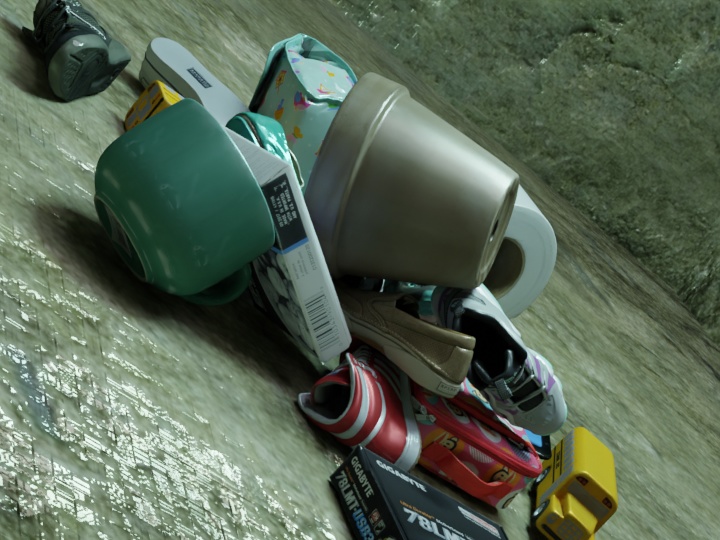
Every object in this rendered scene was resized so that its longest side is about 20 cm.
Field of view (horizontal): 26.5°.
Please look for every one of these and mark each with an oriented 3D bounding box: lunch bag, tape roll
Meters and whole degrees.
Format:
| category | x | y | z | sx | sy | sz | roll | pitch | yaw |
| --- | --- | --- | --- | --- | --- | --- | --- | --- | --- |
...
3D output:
| category | x | y | z | sx | sy | sz | roll | pitch | yaw |
| --- | --- | --- | --- | --- | --- | --- | --- | --- | --- |
| lunch bag | -0.079 | -0.177 | 1.850 | 0.121 | 0.172 | 0.201 | 13 | 27 | -26 |
| tape roll | 0.143 | -0.038 | 2.029 | 0.202 | 0.203 | 0.140 | 33 | 17 | -37 |
| lunch bag | 0.093 | 0.159 | 1.575 | 0.199 | 0.082 | 0.177 | 33 | 21 | -33 |

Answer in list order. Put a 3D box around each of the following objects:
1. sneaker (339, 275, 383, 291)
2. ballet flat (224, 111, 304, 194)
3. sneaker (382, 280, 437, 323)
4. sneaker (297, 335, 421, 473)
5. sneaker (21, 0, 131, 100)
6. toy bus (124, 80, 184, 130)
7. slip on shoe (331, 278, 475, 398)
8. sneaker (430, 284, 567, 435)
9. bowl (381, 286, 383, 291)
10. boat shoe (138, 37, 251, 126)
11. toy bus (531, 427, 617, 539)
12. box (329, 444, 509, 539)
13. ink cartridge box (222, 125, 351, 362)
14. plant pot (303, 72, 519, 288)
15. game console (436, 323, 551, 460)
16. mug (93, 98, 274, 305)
| category | x | y | z | sx | sy | sz | roll | pitch | yaw |
| --- | --- | --- | --- | --- | --- | --- | --- | --- | --- |
| sneaker | -0.003 | -0.002 | 1.642 | 0.060 | 0.105 | 0.200 | 30 | 32 | 3 |
| ballet flat | -0.077 | -0.075 | 1.577 | 0.070 | 0.067 | 0.202 | -7 | 70 | -43 |
| sneaker | 0.055 | 0.012 | 1.645 | 0.077 | 0.093 | 0.200 | -2 | 0 | -9 |
| sneaker | -0.009 | 0.103 | 1.455 | 0.112 | 0.071 | 0.201 | 39 | 16 | -30 |
| sneaker | -0.313 | -0.240 | 1.600 | 0.114 | 0.076 | 0.199 | 41 | 11 | -3 |
| toy bus | -0.163 | -0.122 | 1.693 | 0.199 | 0.065 | 0.078 | 34 | 15 | -32 |
| slip on shoe | 0.031 | 0.047 | 1.467 | 0.076 | 0.061 | 0.200 | 18 | 14 | -46 |
| sneaker | 0.141 | 0.105 | 1.495 | 0.200 | 0.078 | 0.140 | 48 | 8 | -16 |
| bowl | 0.032 | 0.000 | 1.825 | 0.200 | 0.094 | 0.201 | 41 | 13 | -12 |
| boat shoe | -0.192 | -0.187 | 1.802 | 0.200 | 0.066 | 0.072 | 44 | 36 | 15 |
| toy bus | 0.239 | 0.245 | 1.690 | 0.065 | 0.078 | 0.200 | 42 | 14 | -2 |
| box | 0.081 | 0.261 | 1.297 | 0.199 | 0.050 | 0.199 | 35 | 17 | -34 |
| ink cartridge box | -0.096 | -0.036 | 1.446 | 0.200 | 0.043 | 0.200 | 35 | -30 | 54 |
| plant pot | 0.053 | -0.066 | 1.477 | 0.172 | 0.202 | 0.200 | 22 | 10 | 12 |
| game console | 0.156 | 0.111 | 1.786 | 0.200 | 0.115 | 0.178 | -72 | 155 | -76 |
| mug | -0.156 | -0.042 | 1.339 | 0.186 | 0.114 | 0.152 | 62 | -19 | -12 |
